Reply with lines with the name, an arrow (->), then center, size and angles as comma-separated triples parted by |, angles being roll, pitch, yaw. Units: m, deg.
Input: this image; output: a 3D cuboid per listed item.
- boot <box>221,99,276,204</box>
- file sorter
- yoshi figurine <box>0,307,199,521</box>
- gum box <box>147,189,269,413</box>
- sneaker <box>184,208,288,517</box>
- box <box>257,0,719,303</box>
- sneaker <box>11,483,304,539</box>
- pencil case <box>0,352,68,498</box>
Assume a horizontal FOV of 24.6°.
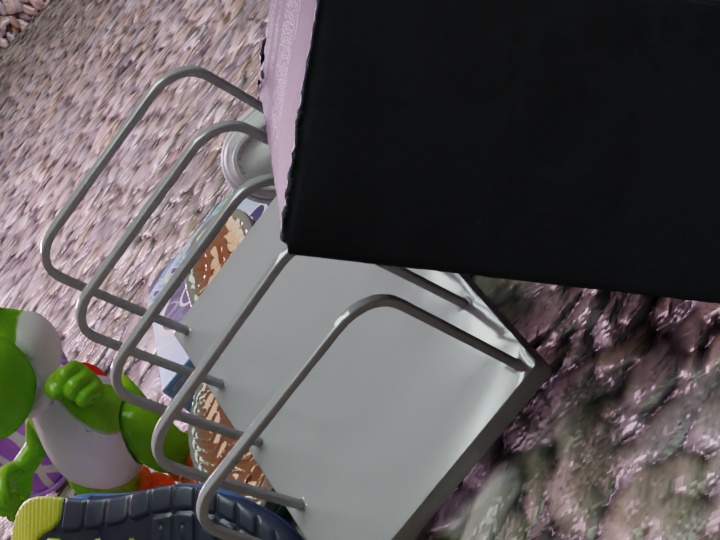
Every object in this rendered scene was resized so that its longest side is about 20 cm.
boot -> 0.007, -0.084, 0.928 | 0.198, 0.074, 0.096 | -19, 6, 10
file sorter -> -0.041, 0.022, 0.761 | 0.139, 0.124, 0.200 | -51, 47, 12
yoshi figurine -> -0.176, 0.092, 0.948 | 0.113, 0.200, 0.112 | -55, 21, -15
gum box -> -0.073, -0.006, 1.124 | 0.170, 0.044, 0.200 | -49, 19, 8
sneaker -> -0.050, 0.060, 0.936 | 0.071, 0.080, 0.202 | -28, 48, 25
box -> 0.064, -0.086, 0.692 | 0.197, 0.197, 0.125 | -104, 22, -65
sneaker -> -0.091, 0.145, 0.845 | 0.198, 0.082, 0.075 | 1, 83, 39
pencil case -> -0.264, 0.106, 1.294 | 0.084, 0.085, 0.200 | -49, 20, 1
